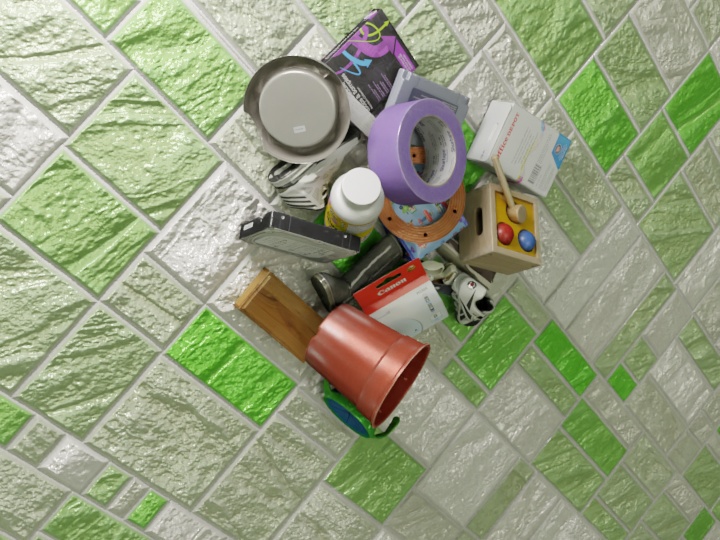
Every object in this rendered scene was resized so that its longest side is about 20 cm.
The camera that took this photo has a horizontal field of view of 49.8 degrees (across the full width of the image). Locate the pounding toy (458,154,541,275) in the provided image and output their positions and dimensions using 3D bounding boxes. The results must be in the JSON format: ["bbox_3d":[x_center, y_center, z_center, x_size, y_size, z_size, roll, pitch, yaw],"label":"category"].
[{"bbox_3d":[0.308,-0.116,1.694,0.183,0.142,0.201,13,70,-36],"label":"pounding toy"}]

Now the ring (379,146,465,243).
[{"bbox_3d":[0.121,-0.155,1.606,0.199,0.019,0.202,1,86,-13],"label":"ring"}]

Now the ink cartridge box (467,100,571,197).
[{"bbox_3d":[0.353,-0.271,1.733,0.199,0.085,0.145,24,92,-33],"label":"ink cartridge box"}]

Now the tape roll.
[{"bbox_3d":[0.112,-0.229,1.513,0.199,0.085,0.201,0,90,-42],"label":"tape roll"}]

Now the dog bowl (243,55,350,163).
[{"bbox_3d":[-0.113,-0.302,1.433,0.199,0.059,0.201,3,118,5],"label":"dog bowl"}]

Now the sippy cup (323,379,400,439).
[{"bbox_3d":[0.010,0.272,1.689,0.130,0.139,0.178,-47,140,-21],"label":"sippy cup"}]

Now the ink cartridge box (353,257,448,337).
[{"bbox_3d":[0.089,0.075,1.649,0.160,0.047,0.200,-29,143,1],"label":"ink cartridge box"}]

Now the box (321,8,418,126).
[{"bbox_3d":[0.006,-0.394,1.533,0.200,0.036,0.143,-46,121,-7],"label":"box"}]

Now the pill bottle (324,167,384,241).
[{"bbox_3d":[-0.011,-0.126,1.500,0.104,0.200,0.105,2,73,-8],"label":"pill bottle"}]

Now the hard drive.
[{"bbox_3d":[-0.117,-0.060,1.505,0.199,0.139,0.038,15,74,-32],"label":"hard drive"}]

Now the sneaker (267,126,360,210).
[{"bbox_3d":[-0.074,-0.194,1.532,0.200,0.076,0.116,-32,128,-1],"label":"sneaker"}]

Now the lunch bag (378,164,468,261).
[{"bbox_3d":[0.110,-0.142,1.645,0.150,0.094,0.201,-35,109,-13],"label":"lunch bag"}]

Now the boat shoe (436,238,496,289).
[{"bbox_3d":[0.242,-0.029,1.755,0.200,0.072,0.060,38,78,-35],"label":"boat shoe"}]

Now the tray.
[{"bbox_3d":[-0.155,0.094,1.592,0.099,0.037,0.200,-50,121,-7],"label":"tray"}]

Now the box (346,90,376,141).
[{"bbox_3d":[-0.005,-0.300,1.515,0.200,0.039,0.042,37,90,-32],"label":"box"}]

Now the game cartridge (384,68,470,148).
[{"bbox_3d":[0.132,-0.323,1.604,0.199,0.041,0.134,12,102,-40],"label":"game cartridge"}]

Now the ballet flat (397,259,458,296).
[{"bbox_3d":[0.172,0.011,1.711,0.199,0.073,0.073,13,98,-38],"label":"ballet flat"}]

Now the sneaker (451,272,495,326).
[{"bbox_3d":[0.263,0.086,1.756,0.074,0.088,0.200,-54,151,-14],"label":"sneaker"}]

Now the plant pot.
[{"bbox_3d":[0.006,0.180,1.570,0.201,0.195,0.201,-50,162,-23],"label":"plant pot"}]

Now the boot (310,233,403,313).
[{"bbox_3d":[-0.001,-0.002,1.596,0.200,0.073,0.182,-36,162,-7],"label":"boot"}]
